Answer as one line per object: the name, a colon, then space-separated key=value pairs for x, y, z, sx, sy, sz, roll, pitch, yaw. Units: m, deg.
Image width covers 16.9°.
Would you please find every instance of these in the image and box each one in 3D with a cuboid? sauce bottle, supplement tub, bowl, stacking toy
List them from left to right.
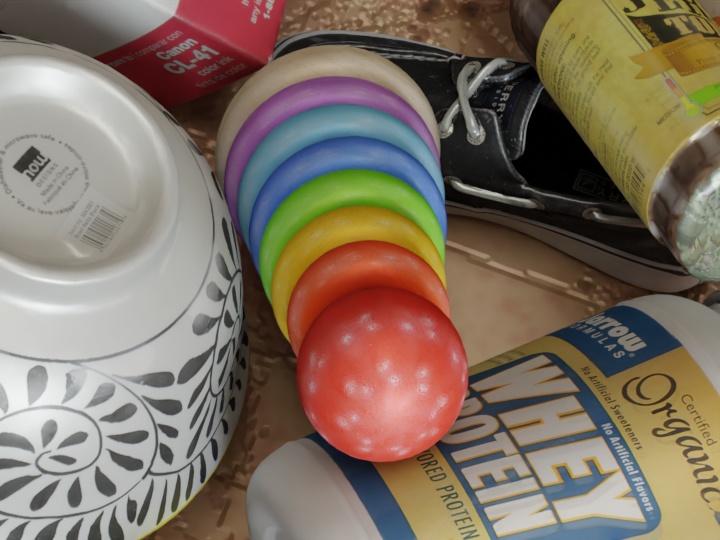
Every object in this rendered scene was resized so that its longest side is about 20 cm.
bowl: x=-0.116 y=-0.010 z=0.810 sx=0.199 sy=0.094 sz=0.202 roll=12 pitch=55 yaw=-18
stacking toy: x=0.000 y=0.000 z=0.820 sx=0.085 sy=0.086 sz=0.200 roll=-4 pitch=29 yaw=-7
supplement tub: x=0.075 y=0.095 z=0.826 sx=0.199 sy=0.145 sz=0.145 roll=-22 pitch=70 yaw=-14
sauce bottle: x=0.094 y=-0.082 z=0.880 sx=0.064 sy=0.065 sz=0.200 roll=-21 pitch=49 yaw=-14

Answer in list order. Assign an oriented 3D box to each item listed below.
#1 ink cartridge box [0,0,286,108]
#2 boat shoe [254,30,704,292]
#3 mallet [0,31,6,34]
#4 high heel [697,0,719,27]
ink cartridge box: x=-0.115 y=-0.170 z=0.891 sx=0.199 sy=0.085 sz=0.149 roll=26 pitch=68 yaw=-34
boat shoe: x=0.053 y=-0.052 z=0.932 sx=0.199 sy=0.068 sz=0.072 roll=23 pitch=66 yaw=5
mallet: x=-0.194 y=-0.108 z=0.888 sx=0.066 sy=0.200 sz=0.041 roll=48 pitch=115 yaw=13
high heel: x=0.152 y=-0.098 z=0.938 sx=0.095 sy=0.068 sz=0.200 roll=-6 pitch=36 yaw=-31
